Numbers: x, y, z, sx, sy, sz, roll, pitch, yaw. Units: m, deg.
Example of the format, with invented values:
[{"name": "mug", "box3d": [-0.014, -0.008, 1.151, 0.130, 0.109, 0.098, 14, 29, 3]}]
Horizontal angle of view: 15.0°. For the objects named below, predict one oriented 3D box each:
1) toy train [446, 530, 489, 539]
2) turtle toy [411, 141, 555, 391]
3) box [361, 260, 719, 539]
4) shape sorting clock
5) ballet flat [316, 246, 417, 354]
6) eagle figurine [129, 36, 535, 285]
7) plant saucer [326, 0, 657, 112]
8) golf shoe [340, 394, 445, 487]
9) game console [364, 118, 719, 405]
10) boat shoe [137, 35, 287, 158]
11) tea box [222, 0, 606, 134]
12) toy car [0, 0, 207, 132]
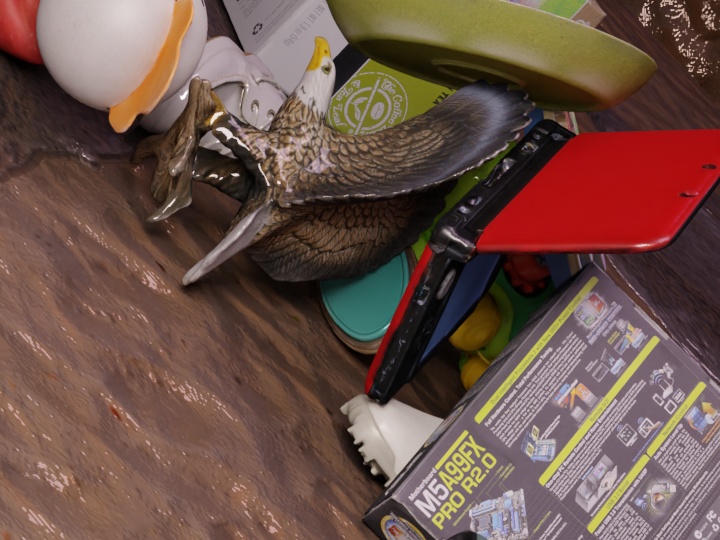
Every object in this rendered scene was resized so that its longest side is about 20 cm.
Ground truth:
[{"name": "toy train", "box3d": [0.076, 0.204, 1.322, 0.114, 0.085, 0.200, 29, 20, -7]}, {"name": "turtle toy", "box3d": [0.074, -0.015, 1.750, 0.146, 0.101, 0.200, 56, -6, 35]}, {"name": "box", "box3d": [0.120, 0.118, 1.488, 0.160, 0.044, 0.200, 43, 58, -2]}, {"name": "shape sorting clock", "box3d": [0.137, -0.033, 1.717, 0.200, 0.039, 0.201, -14, 90, -80]}, {"name": "ballet flat", "box3d": [0.000, 0.000, 1.703, 0.072, 0.068, 0.200, 57, 0, -41]}, {"name": "eagle figurine", "box3d": [-0.016, -0.058, 1.554, 0.199, 0.152, 0.152, 15, 19, -17]}, {"name": "plant saucer", "box3d": [0.071, -0.126, 1.574, 0.199, 0.031, 0.200, 14, -5, 1]}, {"name": "golf shoe", "box3d": [0.078, 0.106, 1.542, 0.200, 0.097, 0.078, 33, 20, -35]}, {"name": "game console", "box3d": [0.110, -0.004, 1.516, 0.118, 0.173, 0.200, 29, 28, 10]}, {"name": "boat shoe", "box3d": [-0.078, -0.098, 1.711, 0.069, 0.071, 0.200, 45, 14, 8]}, {"name": "tea box", "box3d": [0.036, -0.201, 2.033, 0.196, 0.200, 0.134, 35, 18, -31]}, {"name": "toy car", "box3d": [-0.132, -0.165, 1.516, 0.184, 0.177, 0.200, 17, 25, -42]}]
